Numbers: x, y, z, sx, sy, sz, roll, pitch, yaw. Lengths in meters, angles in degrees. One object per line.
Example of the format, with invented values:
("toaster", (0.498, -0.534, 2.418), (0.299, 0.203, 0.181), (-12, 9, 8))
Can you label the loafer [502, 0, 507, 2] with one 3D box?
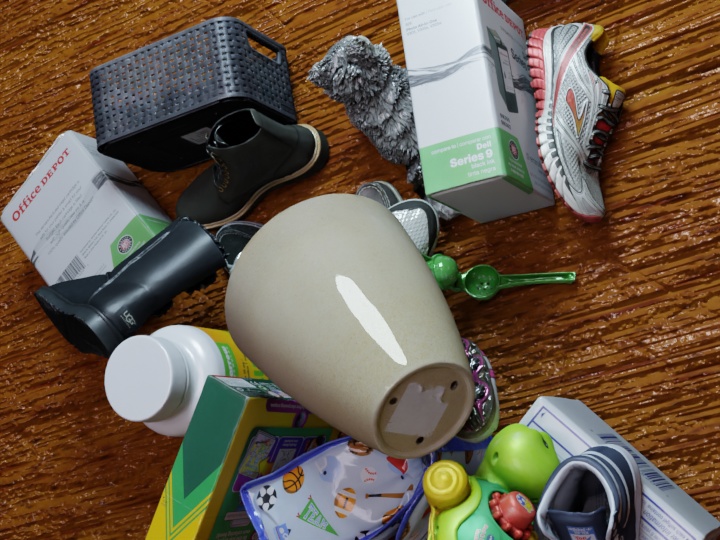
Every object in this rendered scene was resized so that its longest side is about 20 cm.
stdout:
("loafer", (0.157, -0.327, 1.118), (0.200, 0.075, 0.070), (-32, 73, 20))

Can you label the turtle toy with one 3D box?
("turtle toy", (0.105, 0.216, 0.914), (0.101, 0.146, 0.201), (7, 59, 17))

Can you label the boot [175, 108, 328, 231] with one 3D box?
("boot", (-0.151, -0.114, 1.212), (0.200, 0.138, 0.078), (-31, 70, 22))

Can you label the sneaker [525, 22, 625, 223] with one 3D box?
("sneaker", (0.210, -0.144, 1.062), (0.082, 0.078, 0.201), (-11, 78, 25))

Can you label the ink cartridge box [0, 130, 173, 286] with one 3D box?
("ink cartridge box", (-0.309, -0.043, 1.315), (0.146, 0.084, 0.200), (-48, 65, 13))

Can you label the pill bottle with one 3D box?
("pill bottle", (-0.166, 0.115, 1.151), (0.111, 0.200, 0.112), (-4, 81, 27))

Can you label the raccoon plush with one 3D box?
("raccoon plush", (0.037, -0.154, 1.120), (0.097, 0.134, 0.200), (-46, 65, 13))

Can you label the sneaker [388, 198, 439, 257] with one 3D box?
("sneaker", (0.000, 0.000, 1.080), (0.200, 0.088, 0.076), (-40, 80, -9))

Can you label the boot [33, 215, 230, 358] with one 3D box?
("boot", (-0.241, 0.012, 1.190), (0.168, 0.077, 0.200), (-40, 24, -24))

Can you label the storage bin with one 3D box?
("storage bin", (-0.185, -0.188, 1.241), (0.199, 0.135, 0.094), (-15, 75, 25))

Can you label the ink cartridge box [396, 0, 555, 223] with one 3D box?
("ink cartridge box", (0.112, -0.161, 1.076), (0.084, 0.146, 0.201), (-14, 77, 26))

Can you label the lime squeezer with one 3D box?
("lime squeezer", (0.101, 0.003, 1.088), (0.199, 0.071, 0.038), (13, 79, -10))

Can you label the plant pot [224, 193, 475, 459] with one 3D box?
("plant pot", (0.006, 0.063, 0.947), (0.188, 0.187, 0.200), (-54, 39, 11))

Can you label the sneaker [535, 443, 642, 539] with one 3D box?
("sneaker", (0.188, 0.238, 0.882), (0.070, 0.108, 0.201), (-10, 78, 26))

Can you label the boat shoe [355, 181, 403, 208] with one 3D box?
("boat shoe", (0.014, 0.002, 1.152), (0.071, 0.061, 0.202), (-8, 79, 27))

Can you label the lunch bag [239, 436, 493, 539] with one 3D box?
("lunch bag", (0.021, 0.210, 1.056), (0.200, 0.170, 0.124), (-33, 71, 19))

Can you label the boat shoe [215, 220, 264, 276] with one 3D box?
("boat shoe", (-0.105, 0.001, 1.199), (0.199, 0.068, 0.074), (41, 106, 37))

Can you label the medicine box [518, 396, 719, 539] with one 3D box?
("medicine box", (0.184, 0.246, 1.003), (0.182, 0.103, 0.200), (41, 102, 26))

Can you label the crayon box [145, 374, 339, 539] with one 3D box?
("crayon box", (-0.107, 0.197, 1.108), (0.058, 0.200, 0.173), (24, 94, 28))

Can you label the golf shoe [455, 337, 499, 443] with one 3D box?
("golf shoe", (0.090, 0.103, 1.039), (0.073, 0.092, 0.200), (-38, 28, 4))
